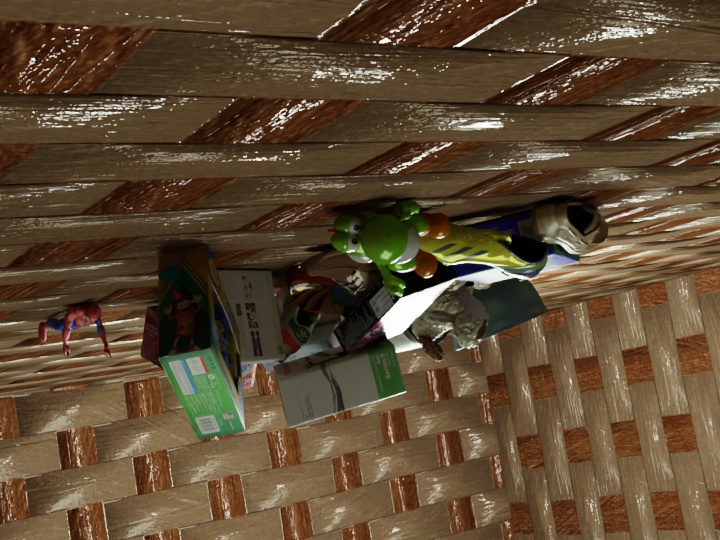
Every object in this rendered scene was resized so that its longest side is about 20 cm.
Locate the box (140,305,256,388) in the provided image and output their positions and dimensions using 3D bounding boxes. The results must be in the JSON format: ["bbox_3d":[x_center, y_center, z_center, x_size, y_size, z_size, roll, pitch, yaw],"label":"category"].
[{"bbox_3d":[-0.276,0.131,1.921,0.198,0.097,0.099,22,-162,37],"label":"box"}]

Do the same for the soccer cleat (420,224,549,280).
[{"bbox_3d":[0.178,-0.040,1.616,0.197,0.066,0.084,13,148,-10],"label":"soccer cleat"}]

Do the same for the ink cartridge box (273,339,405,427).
[{"bbox_3d":[-0.038,0.178,1.834,0.197,0.086,0.146,-16,-174,-7],"label":"ink cartridge box"}]

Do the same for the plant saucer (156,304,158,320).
[{"bbox_3d":[-0.239,0.088,1.842,0.196,0.038,0.200,9,-166,-2],"label":"plant saucer"}]

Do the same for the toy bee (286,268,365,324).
[{"bbox_3d":[-0.025,0.052,1.852,0.196,0.110,0.131,9,-150,5],"label":"toy bee"}]

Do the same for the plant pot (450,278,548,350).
[{"bbox_3d":[0.254,0.058,2.206,0.197,0.136,0.200,-22,176,-2],"label":"plant pot"}]

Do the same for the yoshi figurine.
[{"bbox_3d":[0.047,-0.035,1.430,0.111,0.114,0.199,-33,159,31],"label":"yoshi figurine"}]

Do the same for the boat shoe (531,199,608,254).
[{"bbox_3d":[0.329,-0.067,1.670,0.064,0.073,0.198,-14,171,37],"label":"boat shoe"}]

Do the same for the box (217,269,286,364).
[{"bbox_3d":[-0.196,0.072,1.708,0.036,0.147,0.199,-15,171,31],"label":"box"}]

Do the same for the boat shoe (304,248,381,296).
[{"bbox_3d":[0.000,0.000,1.714,0.198,0.073,0.075,-4,170,-42],"label":"boat shoe"}]

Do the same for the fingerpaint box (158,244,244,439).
[{"bbox_3d":[-0.208,0.097,1.485,0.072,0.169,0.202,-10,140,2],"label":"fingerpaint box"}]

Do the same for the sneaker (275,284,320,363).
[{"bbox_3d":[-0.102,0.075,1.920,0.093,0.071,0.201,-31,-159,22],"label":"sneaker"}]

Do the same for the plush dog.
[{"bbox_3d":[0.143,0.060,2.032,0.158,0.202,0.173,21,139,-10],"label":"plush dog"}]

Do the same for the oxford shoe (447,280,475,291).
[{"bbox_3d":[0.150,-0.005,1.880,0.070,0.075,0.199,-15,172,33],"label":"oxford shoe"}]

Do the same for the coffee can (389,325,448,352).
[{"bbox_3d":[0.060,0.089,2.197,0.145,0.149,0.198,-3,171,-43],"label":"coffee can"}]

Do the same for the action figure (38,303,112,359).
[{"bbox_3d":[-0.467,0.111,1.836,0.064,0.101,0.199,-6,170,-34],"label":"action figure"}]

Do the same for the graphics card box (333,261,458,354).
[{"bbox_3d":[0.053,0.053,1.746,0.124,0.051,0.200,-18,159,-36],"label":"graphics card box"}]

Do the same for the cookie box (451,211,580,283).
[{"bbox_3d":[0.244,-0.035,1.781,0.169,0.077,0.199,-14,172,22],"label":"cookie box"}]

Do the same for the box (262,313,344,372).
[{"bbox_3d":[-0.079,0.093,2.016,0.154,0.042,0.201,-15,-152,31],"label":"box"}]
